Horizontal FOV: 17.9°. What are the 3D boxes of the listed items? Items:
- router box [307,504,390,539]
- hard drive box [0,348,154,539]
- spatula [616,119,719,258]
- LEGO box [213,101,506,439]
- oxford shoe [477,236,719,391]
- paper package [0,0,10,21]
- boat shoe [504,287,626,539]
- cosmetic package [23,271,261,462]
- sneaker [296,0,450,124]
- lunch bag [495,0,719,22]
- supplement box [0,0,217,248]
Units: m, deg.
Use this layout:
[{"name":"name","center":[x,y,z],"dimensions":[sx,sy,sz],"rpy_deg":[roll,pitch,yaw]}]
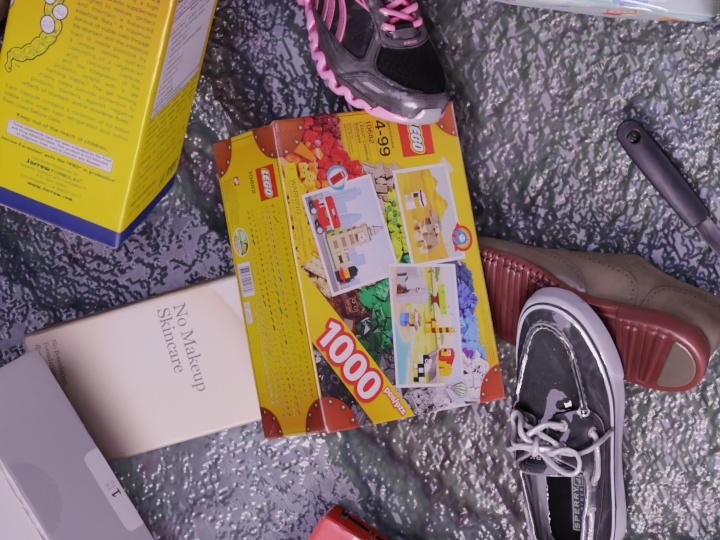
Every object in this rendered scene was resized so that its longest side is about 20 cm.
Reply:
[{"name":"router box","center":[0.002,0.293,1.571],"dimensions":[0.179,0.049,0.200],"rpy_deg":[32,98,6]},{"name":"hard drive box","center":[-0.251,0.166,1.517],"dimensions":[0.200,0.077,0.156],"rpy_deg":[-31,90,44]},{"name":"spatula","center":[0.237,-0.021,1.524],"dimensions":[0.056,0.021,0.200],"rpy_deg":[-40,85,2]},{"name":"LEGO box","center":[0.000,0.000,1.492],"dimensions":[0.077,0.149,0.201],"rpy_deg":[-13,87,55]},{"name":"oxford shoe","center":[0.150,0.018,1.529],"dimensions":[0.200,0.075,0.071],"rpy_deg":[23,135,19]},{"name":"paper package","center":[-0.327,-0.219,1.521],"dimensions":[0.191,0.103,0.200],"rpy_deg":[43,63,4]},{"name":"boat shoe","center":[0.129,0.112,1.499],"dimensions":[0.073,0.068,0.200],"rpy_deg":[10,117,29]},{"name":"cosmetic package","center":[-0.118,0.062,1.564],"dimensions":[0.199,0.073,0.104],"rpy_deg":[-17,92,11]},{"name":"sneaker","center":[0.006,-0.185,1.482],"dimensions":[0.200,0.079,0.095],"rpy_deg":[60,137,25]},{"name":"lunch bag","center":[0.141,-0.204,1.458],"dimensions":[0.199,0.160,0.077],"rpy_deg":[7,95,10]},{"name":"supplement box","center":[-0.170,-0.137,1.507],"dimensions":[0.109,0.109,0.200],"rpy_deg":[21,120,8]}]
